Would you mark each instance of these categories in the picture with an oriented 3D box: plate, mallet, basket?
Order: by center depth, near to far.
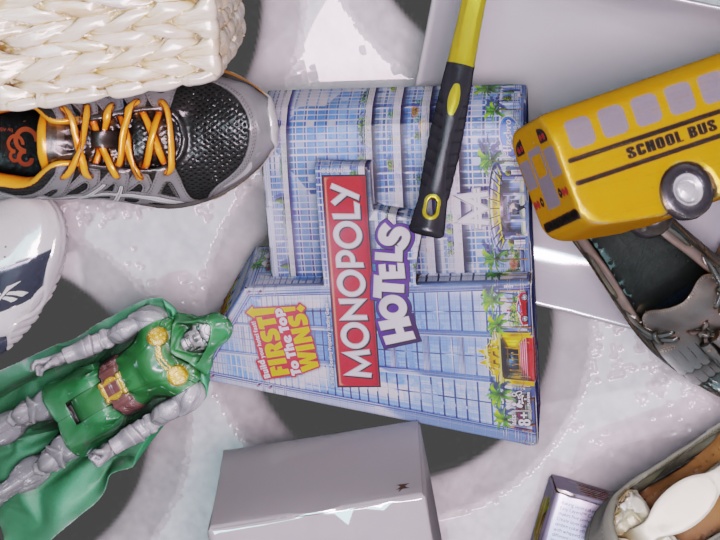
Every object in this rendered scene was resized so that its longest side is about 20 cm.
[{"bbox_3d":[-0.130,-0.162,1.181,0.134,0.200,0.124,-8,103,3],"label":"basket"},{"bbox_3d":[0.046,-0.121,1.210,0.065,0.041,0.202,19,87,1],"label":"mallet"},{"bbox_3d":[0.123,-0.074,1.283,0.198,0.032,0.201,13,112,-1],"label":"plate"}]

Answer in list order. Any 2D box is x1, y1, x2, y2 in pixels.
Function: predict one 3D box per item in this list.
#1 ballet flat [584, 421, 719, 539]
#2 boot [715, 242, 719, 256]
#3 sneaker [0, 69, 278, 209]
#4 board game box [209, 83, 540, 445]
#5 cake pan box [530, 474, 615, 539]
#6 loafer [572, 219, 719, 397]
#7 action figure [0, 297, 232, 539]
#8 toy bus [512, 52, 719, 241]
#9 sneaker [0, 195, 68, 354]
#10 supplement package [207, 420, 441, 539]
[{"bbox_3d":[0.216,0.115,1.275,0.199,0.064,0.068,-32,77,-15],"label":"ballet flat"},{"bbox_3d":[0.261,-0.014,1.274,0.073,0.075,0.201,22,101,-45],"label":"boot"},{"bbox_3d":[-0.143,-0.070,1.233,0.198,0.077,0.079,-5,92,13],"label":"sneaker"},{"bbox_3d":[0.000,0.000,1.275,0.198,0.062,0.202,-2,115,7],"label":"board game box"},{"bbox_3d":[0.181,0.236,1.328,0.198,0.052,0.186,15,99,0],"label":"cake pan box"},{"bbox_3d":[0.164,0.005,1.244,0.072,0.063,0.200,-42,92,19],"label":"loafer"},{"bbox_3d":[-0.154,0.076,1.283,0.199,0.055,0.119,-32,86,19],"label":"action figure"},{"bbox_3d":[0.188,-0.072,1.196,0.199,0.065,0.079,-20,86,-16],"label":"toy bus"},{"bbox_3d":[-0.264,0.017,1.264,0.198,0.130,0.080,-31,73,9],"label":"sneaker"},{"bbox_3d":[-0.007,0.203,1.253,0.120,0.120,0.202,-8,106,3],"label":"supplement package"}]
